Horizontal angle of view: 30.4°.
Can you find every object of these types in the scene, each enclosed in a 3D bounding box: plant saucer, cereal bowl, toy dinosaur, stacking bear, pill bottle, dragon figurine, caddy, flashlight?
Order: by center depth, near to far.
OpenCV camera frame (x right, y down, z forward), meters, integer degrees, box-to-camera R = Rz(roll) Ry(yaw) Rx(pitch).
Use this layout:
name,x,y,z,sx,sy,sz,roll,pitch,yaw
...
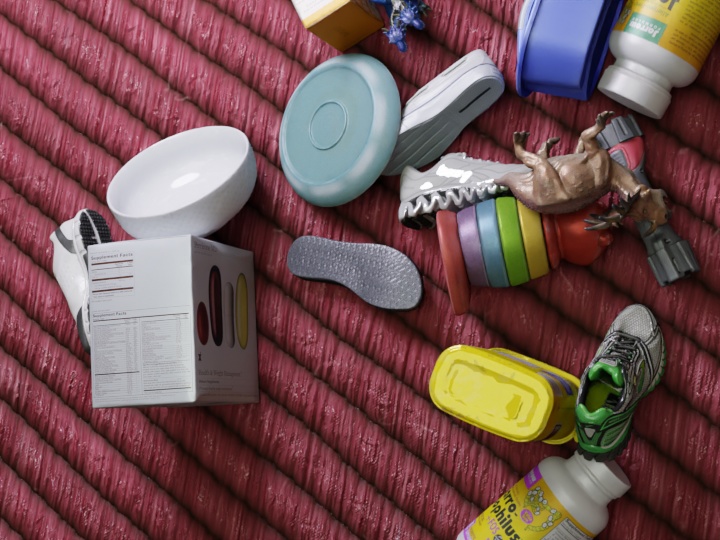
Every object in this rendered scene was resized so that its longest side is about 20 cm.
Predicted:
name,x,y,z,sx,sy,sz,roll,pitch,yaw
toy dinosaur,0.241,-0.094,1.494,0.199,0.086,0.136,-10,80,20
pill bottle,0.356,-0.282,1.524,0.112,0.113,0.201,29,96,21
pill bottle,0.213,0.286,1.526,0.200,0.104,0.104,-44,72,11
flashlight,0.332,-0.080,1.543,0.067,0.068,0.201,-22,80,-18
caddy,0.239,-0.296,1.555,0.104,0.141,0.201,19,90,18
stacking bear,0.197,-0.035,1.563,0.199,0.122,0.114,-10,124,8
dragon figurine,0.033,-0.361,1.660,0.059,0.099,0.201,-30,75,15
plant saucer,-0.035,-0.181,1.670,0.199,0.027,0.201,-11,73,39
cereal bowl,-0.222,-0.098,1.706,0.199,0.201,0.084,-7,126,20

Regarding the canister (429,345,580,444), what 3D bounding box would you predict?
name,x,y,z,sx,sy,sz,roll,pitch,yaw
canister,0.171,0.141,1.504,0.148,0.200,0.087,21,91,21

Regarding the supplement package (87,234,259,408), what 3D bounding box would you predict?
name,x,y,z,sx,sy,sz,roll,pitch,yaw
supplement package,-0.231,0.070,1.667,0.146,0.191,0.201,-5,83,19

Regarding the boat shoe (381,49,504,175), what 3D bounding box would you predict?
name,x,y,z,sx,sy,sz,roll,pitch,yaw
boat shoe,0.093,-0.196,1.647,0.200,0.074,0.067,-33,45,18

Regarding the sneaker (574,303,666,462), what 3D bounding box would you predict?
name,x,y,z,sx,sy,sz,roll,pitch,yaw
sneaker,0.295,0.115,1.493,0.078,0.085,0.201,10,53,22

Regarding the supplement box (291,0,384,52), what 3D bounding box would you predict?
name,x,y,z,sx,sy,sz,roll,pitch,yaw
supplement box,-0.058,-0.393,1.684,0.073,0.126,0.201,-29,76,16

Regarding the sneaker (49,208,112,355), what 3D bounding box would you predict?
name,x,y,z,sx,sy,sz,roll,pitch,yaw
sneaker,-0.373,0.022,1.799,0.080,0.074,0.201,-19,74,32

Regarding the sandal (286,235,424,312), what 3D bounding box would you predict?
name,x,y,z,sx,sy,sz,roll,pitch,yaw
sandal,0.000,-0.001,1.674,0.199,0.043,0.076,20,85,31

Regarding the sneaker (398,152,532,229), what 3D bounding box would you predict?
name,x,y,z,sx,sy,sz,roll,pitch,yaw
sneaker,0.137,-0.111,1.615,0.199,0.075,0.082,-11,70,17
